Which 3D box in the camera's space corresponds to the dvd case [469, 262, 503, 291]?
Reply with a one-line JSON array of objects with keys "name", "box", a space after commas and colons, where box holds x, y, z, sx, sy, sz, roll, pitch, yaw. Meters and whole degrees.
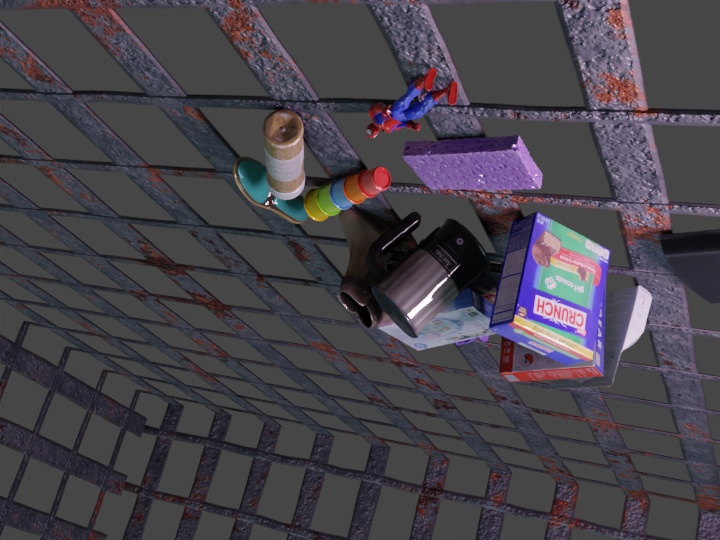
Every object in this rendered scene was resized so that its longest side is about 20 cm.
[{"name": "dvd case", "box": [0.273, 0.036, 1.956, 0.148, 0.025, 0.200, 8, 159, 22]}]

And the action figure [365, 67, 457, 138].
[{"name": "action figure", "box": [0.060, -0.227, 1.412, 0.065, 0.053, 0.199, 21, 162, -23]}]

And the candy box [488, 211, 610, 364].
[{"name": "candy box", "box": [0.318, 0.031, 1.648, 0.167, 0.203, 0.077, 24, 159, -21]}]

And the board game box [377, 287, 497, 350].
[{"name": "board game box", "box": [0.160, 0.098, 1.932, 0.196, 0.044, 0.199, -15, 157, 22]}]

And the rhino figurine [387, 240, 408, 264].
[{"name": "rhino figurine", "box": [0.059, -0.027, 1.912, 0.199, 0.061, 0.087, 34, 157, -34]}]

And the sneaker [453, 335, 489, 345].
[{"name": "sneaker", "box": [0.198, 0.121, 2.152, 0.198, 0.085, 0.080, -1, 153, 43]}]

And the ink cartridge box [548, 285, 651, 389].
[{"name": "ink cartridge box", "box": [0.439, 0.132, 1.813, 0.057, 0.203, 0.161, 29, 157, -27]}]

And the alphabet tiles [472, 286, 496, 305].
[{"name": "alphabet tiles", "box": [0.213, 0.073, 1.952, 0.198, 0.006, 0.165, 15, 150, -42]}]

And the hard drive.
[{"name": "hard drive", "box": [0.575, -0.002, 1.587, 0.133, 0.043, 0.199, -4, 151, 44]}]

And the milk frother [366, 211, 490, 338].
[{"name": "milk frother", "box": [0.116, 0.018, 1.782, 0.180, 0.187, 0.201, 43, 167, 33]}]

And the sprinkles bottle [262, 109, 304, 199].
[{"name": "sprinkles bottle", "box": [-0.125, -0.187, 1.628, 0.067, 0.069, 0.201, 15, 160, 3]}]

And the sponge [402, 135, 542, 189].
[{"name": "sponge", "box": [0.171, -0.162, 1.515, 0.197, 0.030, 0.111, 2, 155, 34]}]

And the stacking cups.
[{"name": "stacking cups", "box": [-0.021, -0.131, 1.702, 0.060, 0.062, 0.198, 28, 157, -30]}]

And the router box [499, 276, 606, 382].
[{"name": "router box", "box": [0.341, 0.090, 1.752, 0.177, 0.204, 0.049, -9, 151, 31]}]

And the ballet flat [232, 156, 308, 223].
[{"name": "ballet flat", "box": [-0.174, -0.143, 1.795, 0.062, 0.070, 0.199, 16, 164, 46]}]

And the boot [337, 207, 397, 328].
[{"name": "boot", "box": [0.000, 0.000, 1.804, 0.201, 0.147, 0.070, 49, 137, -10]}]
